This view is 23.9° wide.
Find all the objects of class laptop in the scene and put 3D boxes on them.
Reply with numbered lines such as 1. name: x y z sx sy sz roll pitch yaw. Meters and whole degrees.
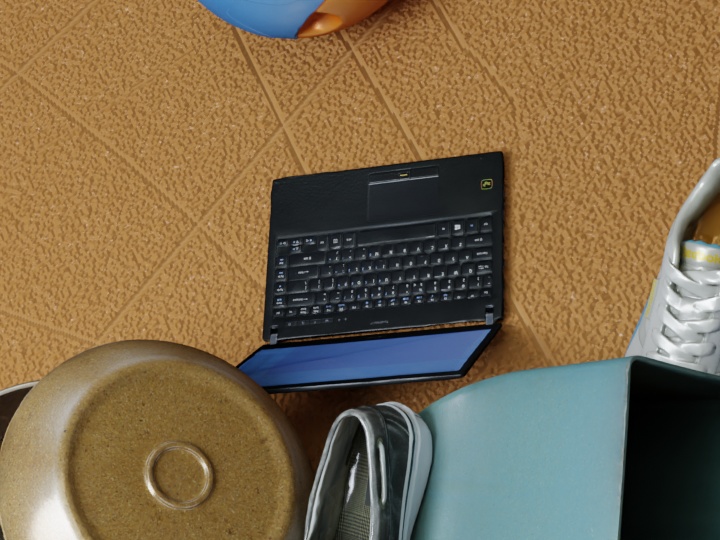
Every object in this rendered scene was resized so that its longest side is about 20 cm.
1. laptop: 0.000 0.000 1.136 0.176 0.103 0.202 -5 66 18

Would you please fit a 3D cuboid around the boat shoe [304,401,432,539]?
1. boat shoe: -0.012 0.174 0.990 0.072 0.071 0.202 4 84 40

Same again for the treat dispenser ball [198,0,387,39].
1. treat dispenser ball: -0.049 -0.266 1.216 0.199 0.201 0.202 -8 65 17

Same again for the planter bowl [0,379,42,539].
1. planter bowl: -0.187 0.162 1.096 0.198 0.135 0.202 0 94 -6

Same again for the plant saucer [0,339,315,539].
1. plant saucer: -0.110 0.125 0.994 0.199 0.035 0.202 11 60 -20

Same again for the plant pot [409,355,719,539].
1. plant pot: 0.123 0.133 0.984 0.199 0.141 0.143 -7 74 50

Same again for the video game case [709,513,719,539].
1. video game case: 0.312 0.137 0.956 0.199 0.045 0.183 23 97 26

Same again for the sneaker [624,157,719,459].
1. sneaker: 0.207 0.023 1.061 0.076 0.081 0.201 14 74 24
